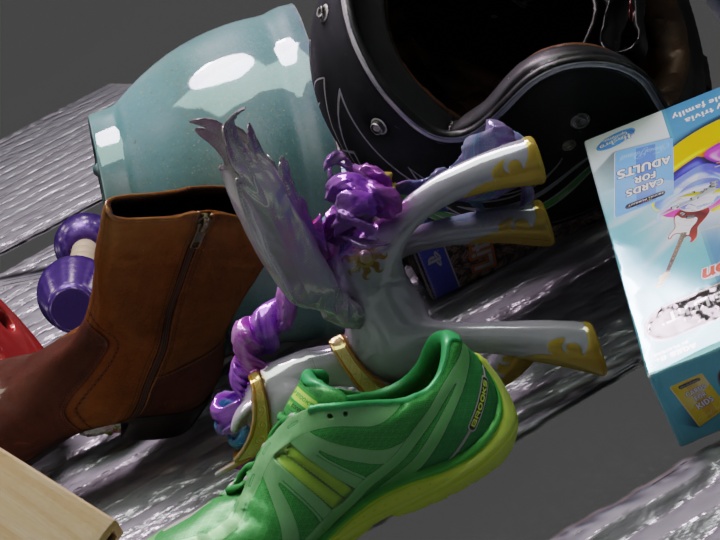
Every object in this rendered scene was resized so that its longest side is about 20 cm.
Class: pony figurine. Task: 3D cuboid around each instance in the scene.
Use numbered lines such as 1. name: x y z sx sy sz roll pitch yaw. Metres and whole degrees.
1. pony figurine: 0.000 0.000 1.288 0.200 0.193 0.167 -18 5 -2

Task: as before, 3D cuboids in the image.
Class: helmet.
1. helmet: 0.074 -0.113 1.399 0.191 0.200 0.200 -17 16 22

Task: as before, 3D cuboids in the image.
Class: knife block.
1. knife block: -0.236 0.101 1.340 0.064 0.176 0.200 -55 25 -18

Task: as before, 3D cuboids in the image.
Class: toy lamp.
1. toy lamp: -0.205 0.003 1.892 0.058 0.058 0.200 -25 13 1

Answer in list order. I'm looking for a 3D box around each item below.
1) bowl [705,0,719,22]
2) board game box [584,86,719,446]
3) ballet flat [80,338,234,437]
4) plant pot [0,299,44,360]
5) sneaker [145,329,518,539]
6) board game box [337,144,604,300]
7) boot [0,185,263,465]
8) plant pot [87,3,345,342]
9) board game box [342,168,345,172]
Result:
1. bowl: 0.311 -0.192 1.667 0.201 0.090 0.201 -24 14 6
2. board game box: 0.195 -0.021 1.221 0.151 0.047 0.200 -22 33 10
3. ballet flat: -0.117 0.040 1.601 0.200 0.076 0.064 -32 -4 -38
4. plant pot: -0.310 0.055 1.561 0.200 0.183 0.200 -34 12 8
5. sneaker: -0.024 0.091 1.228 0.200 0.084 0.074 -29 15 -13
6. board game box: 0.092 -0.099 1.586 0.200 0.097 0.159 -26 36 -5
7. boot: -0.148 0.033 1.412 0.188 0.069 0.200 0 -34 -20
8. plant pot: -0.086 -0.046 1.525 0.134 0.201 0.200 -11 13 -7
9. board game box: 0.046 -0.064 1.741 0.199 0.043 0.200 -24 14 -4
